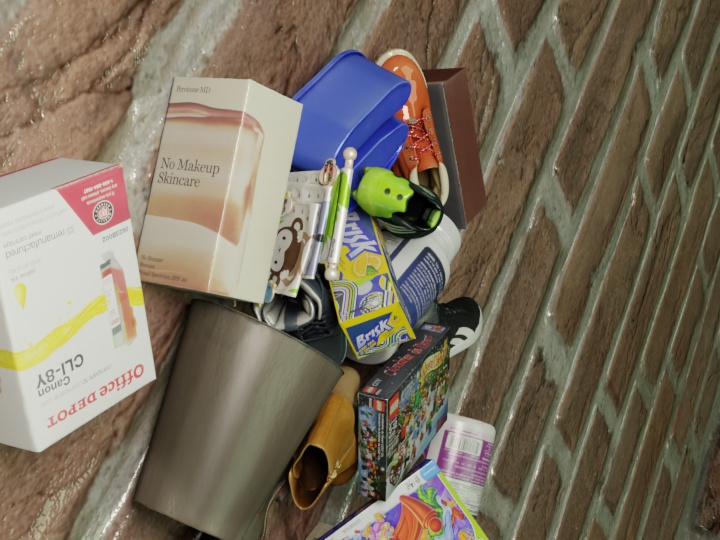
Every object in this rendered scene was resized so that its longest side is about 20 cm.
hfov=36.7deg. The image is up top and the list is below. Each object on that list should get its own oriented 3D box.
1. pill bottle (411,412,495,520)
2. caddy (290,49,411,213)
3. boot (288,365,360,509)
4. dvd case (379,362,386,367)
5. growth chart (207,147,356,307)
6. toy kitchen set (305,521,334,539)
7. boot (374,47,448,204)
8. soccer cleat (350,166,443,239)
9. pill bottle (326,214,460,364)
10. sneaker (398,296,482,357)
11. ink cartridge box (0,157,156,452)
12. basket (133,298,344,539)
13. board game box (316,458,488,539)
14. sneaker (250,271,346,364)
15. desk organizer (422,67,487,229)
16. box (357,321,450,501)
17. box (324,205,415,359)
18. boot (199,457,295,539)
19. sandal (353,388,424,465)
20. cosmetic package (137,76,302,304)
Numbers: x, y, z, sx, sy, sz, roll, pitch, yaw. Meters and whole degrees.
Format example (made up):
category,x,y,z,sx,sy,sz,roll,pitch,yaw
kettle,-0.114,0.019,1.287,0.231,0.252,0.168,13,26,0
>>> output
category,x,y,z,sx,sy,sz,roll,pitch,yaw
pill bottle,0.117,0.305,1.532,0.112,0.112,0.200,30,73,-57
caddy,-0.030,-0.151,1.189,0.200,0.105,0.141,-49,157,-32
boot,-0.045,0.219,1.231,0.144,0.071,0.201,-64,166,-48
dvd case,0.053,0.029,1.451,0.149,0.016,0.200,41,63,-54
growth chart,-0.081,-0.036,1.056,0.018,0.200,0.145,16,75,-45
toy kitchen set,-0.006,0.453,1.319,0.180,0.163,0.200,-47,135,-43
boot,0.067,-0.169,1.324,0.075,0.107,0.200,-18,118,-11
soccer cleat,0.060,-0.065,1.216,0.068,0.081,0.200,-65,154,3
pill bottle,0.041,0.011,1.325,0.200,0.111,0.111,-49,136,-36
sneaker,0.105,0.059,1.458,0.200,0.073,0.112,-40,133,-46
ink cartridge box,-0.254,0.024,0.882,0.145,0.083,0.200,-33,125,-51
basket,-0.130,0.157,1.074,0.180,0.136,0.200,31,74,-31
board game box,0.041,0.336,1.282,0.200,0.135,0.045,-35,177,-12
sneaker,-0.063,0.052,1.153,0.146,0.077,0.202,-100,171,-62
desk organizer,0.109,-0.161,1.430,0.077,0.072,0.200,-42,127,-50
box,0.055,0.165,1.302,0.200,0.038,0.137,-41,137,-56
box,0.000,0.000,1.207,0.200,0.070,0.064,-106,174,-49
boot,-0.131,0.232,1.147,0.200,0.075,0.097,-56,144,-54
sandal,0.006,0.186,1.380,0.212,0.078,0.070,38,31,-44
cosmetic package,-0.136,-0.076,1.034,0.087,0.103,0.200,17,81,-56
